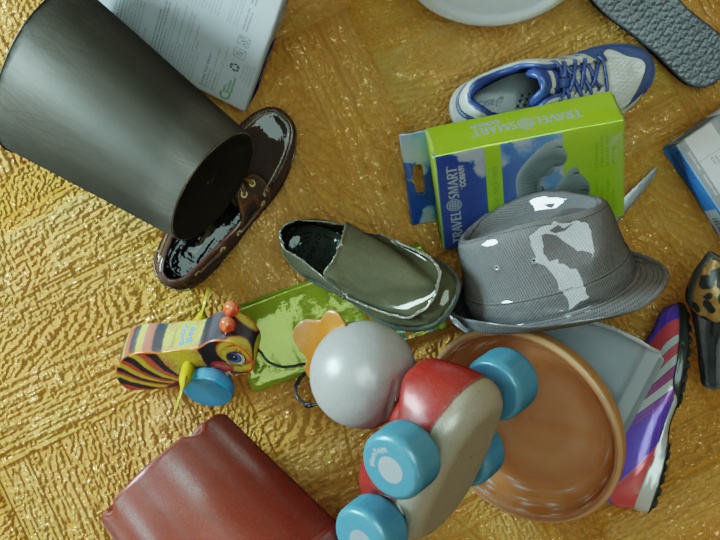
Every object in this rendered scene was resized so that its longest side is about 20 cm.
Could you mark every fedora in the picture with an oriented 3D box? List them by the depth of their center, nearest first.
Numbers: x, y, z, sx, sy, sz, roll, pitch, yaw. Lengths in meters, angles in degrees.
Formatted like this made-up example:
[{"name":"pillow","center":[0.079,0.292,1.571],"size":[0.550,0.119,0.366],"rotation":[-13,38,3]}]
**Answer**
[{"name":"fedora","center":[0.166,-0.015,1.348],"size":[0.200,0.177,0.091],"rotation":[-6,110,31]}]

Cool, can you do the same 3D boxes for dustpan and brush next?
[{"name":"dustpan and brush","center":[0.165,0.085,1.415],"size":[0.200,0.057,0.140],"rotation":[36,112,31]}]

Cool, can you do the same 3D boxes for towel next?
[{"name":"towel","center":[-0.022,0.045,1.443],"size":[0.199,0.018,0.086],"rotation":[-19,89,-1]}]

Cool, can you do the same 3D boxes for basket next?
[{"name":"basket","center":[-0.207,-0.126,1.349],"size":[0.200,0.136,0.181],"rotation":[35,131,15]}]

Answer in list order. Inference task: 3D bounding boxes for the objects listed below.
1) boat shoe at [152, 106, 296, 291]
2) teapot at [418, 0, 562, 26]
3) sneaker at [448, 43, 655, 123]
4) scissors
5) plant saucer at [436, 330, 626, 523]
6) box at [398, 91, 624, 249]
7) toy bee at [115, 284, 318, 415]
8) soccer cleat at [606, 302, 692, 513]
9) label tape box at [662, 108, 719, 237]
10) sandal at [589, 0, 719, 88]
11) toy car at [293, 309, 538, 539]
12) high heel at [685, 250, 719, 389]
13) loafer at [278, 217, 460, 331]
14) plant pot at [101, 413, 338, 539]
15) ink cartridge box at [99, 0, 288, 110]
[{"name":"boat shoe","center":[-0.124,-0.066,1.418],"size":[0.070,0.070,0.200],"rotation":[31,88,1]},{"name":"teapot","center":[0.116,-0.331,1.389],"size":[0.199,0.197,0.146],"rotation":[16,51,-20]},{"name":"sneaker","center":[0.184,-0.166,1.414],"size":[0.199,0.088,0.076],"rotation":[-16,88,-2]},{"name":"scissors","center":[0.210,-0.024,1.448],"size":[0.073,0.014,0.200],"rotation":[27,91,2]},{"name":"plant saucer","center":[0.154,0.136,1.386],"size":[0.200,0.037,0.201],"rotation":[17,122,28]},{"name":"box","center":[0.142,-0.089,1.400],"size":[0.199,0.048,0.122],"rotation":[-11,134,-1]},{"name":"toy bee","center":[-0.133,0.064,1.386],"size":[0.199,0.109,0.131],"rotation":[-15,49,-2]},{"name":"soccer cleat","center":[0.262,0.124,1.424],"size":[0.073,0.068,0.201],"rotation":[13,90,7]},{"name":"label tape box","center":[0.410,-0.113,1.428],"size":[0.200,0.063,0.144],"rotation":[-34,90,-1]},{"name":"sandal","center":[0.269,-0.253,1.444],"size":[0.076,0.043,0.200],"rotation":[-40,99,6]},{"name":"toy car","center":[0.016,0.120,1.335],"size":[0.200,0.184,0.177],"rotation":[37,132,21]},{"name":"high heel","center":[0.393,0.018,1.388],"size":[0.200,0.071,0.143],"rotation":[-22,124,-10]},{"name":"loafer","center":[0.000,0.000,1.369],"size":[0.200,0.070,0.075],"rotation":[17,82,37]},{"name":"plant pot","center":[-0.115,0.248,1.362],"size":[0.201,0.201,0.195],"rotation":[-41,81,-1]},{"name":"ink cartridge box","center":[-0.164,-0.257,1.366],"size":[0.200,0.200,0.041],"rotation":[25,52,-3]}]
